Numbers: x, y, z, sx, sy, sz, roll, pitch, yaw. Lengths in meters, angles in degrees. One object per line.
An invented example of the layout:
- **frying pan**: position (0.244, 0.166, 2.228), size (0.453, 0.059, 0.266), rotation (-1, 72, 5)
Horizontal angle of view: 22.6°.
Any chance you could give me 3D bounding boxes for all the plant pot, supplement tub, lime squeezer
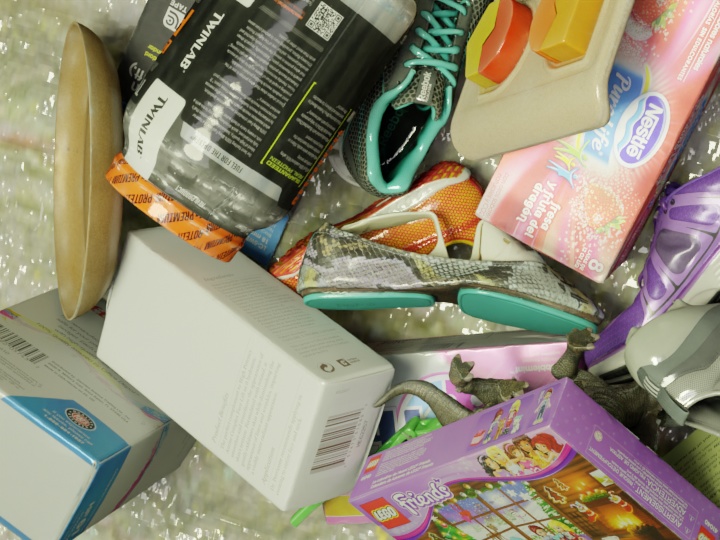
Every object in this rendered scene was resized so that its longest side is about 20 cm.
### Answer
- **plant pot**: position (-0.185, -0.067, 1.224), size (0.027, 0.200, 0.203), rotation (1, 100, -15)
- **supplement tub**: position (-0.064, -0.114, 1.115), size (0.122, 0.122, 0.201), rotation (35, 93, 10)
- **lime squeezer**: position (0.040, 0.128, 1.179), size (0.198, 0.038, 0.071), rotation (-7, 126, 18)

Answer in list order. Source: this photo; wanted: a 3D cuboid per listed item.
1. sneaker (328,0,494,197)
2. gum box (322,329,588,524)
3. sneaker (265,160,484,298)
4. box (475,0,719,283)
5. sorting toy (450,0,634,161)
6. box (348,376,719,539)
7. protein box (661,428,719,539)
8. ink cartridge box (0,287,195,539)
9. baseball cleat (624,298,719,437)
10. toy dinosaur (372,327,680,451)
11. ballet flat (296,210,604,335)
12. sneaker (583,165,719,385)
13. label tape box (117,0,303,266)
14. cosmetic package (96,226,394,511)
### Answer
- **sneaker**: position (0.044, -0.133, 1.166), size (0.077, 0.091, 0.202), rotation (15, 109, -17)
- **gum box**: position (0.060, 0.105, 1.217), size (0.198, 0.066, 0.115), rotation (-5, 96, 19)
- **sneaker**: position (0.000, 0.000, 1.221), size (0.199, 0.073, 0.078), rotation (-25, 100, 23)
- **box**: position (0.164, -0.106, 1.134), size (0.094, 0.103, 0.202), rotation (28, 105, 11)
- **sorting toy**: position (0.117, -0.174, 1.077), size (0.036, 0.185, 0.202), rotation (19, 79, -21)
- **box**: position (0.102, 0.144, 1.092), size (0.137, 0.039, 0.199), rotation (40, 143, -17)
- **protein box**: position (0.233, 0.211, 1.087), size (0.135, 0.201, 0.198), rotation (41, 110, -18)
- **ink cartridge box**: position (-0.205, 0.095, 1.235), size (0.144, 0.200, 0.085), rotation (34, 111, 11)
- **baseball cleat**: position (0.256, 0.050, 1.088), size (0.107, 0.198, 0.070), rotation (55, 154, 34)
- **toy dinosaur**: position (0.109, 0.094, 1.110), size (0.198, 0.077, 0.103), rotation (-13, 131, 6)
- **ballet flat**: position (0.059, -0.003, 1.153), size (0.198, 0.072, 0.073), rotation (6, 100, 3)
- **sneaker**: position (0.212, -0.009, 1.159), size (0.083, 0.080, 0.200), rotation (45, 103, 25)
- **label tape box**: position (-0.091, -0.119, 1.235), size (0.143, 0.063, 0.202), rotation (29, 106, 13)
- **cosmetic package**: position (-0.079, 0.059, 1.183), size (0.199, 0.074, 0.103), rotation (37, 120, 33)
